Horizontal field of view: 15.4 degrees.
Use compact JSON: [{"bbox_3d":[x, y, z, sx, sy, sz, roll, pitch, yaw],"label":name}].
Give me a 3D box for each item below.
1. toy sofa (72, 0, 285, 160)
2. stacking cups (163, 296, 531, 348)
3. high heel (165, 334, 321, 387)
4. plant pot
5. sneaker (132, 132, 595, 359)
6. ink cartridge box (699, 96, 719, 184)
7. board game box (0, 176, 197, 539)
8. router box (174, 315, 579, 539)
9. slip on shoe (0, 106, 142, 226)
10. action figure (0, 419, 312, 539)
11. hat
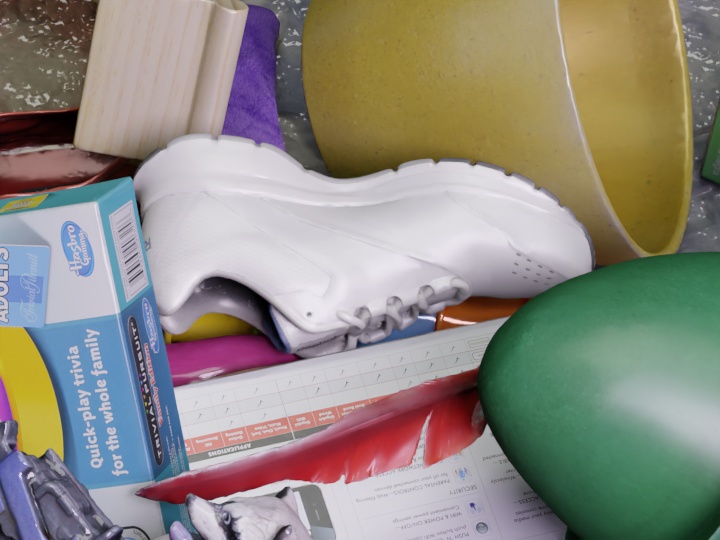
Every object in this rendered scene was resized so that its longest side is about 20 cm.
[{"bbox_3d":[-0.075,-0.121,1.227,0.097,0.083,0.200,11,25,-7],"label":"toy sofa"},{"bbox_3d":[0.014,0.016,1.180,0.199,0.061,0.061,6,49,-2],"label":"stacking cups"},{"bbox_3d":[-0.105,0.035,1.144,0.199,0.068,0.096,-11,54,-16],"label":"high heel"},{"bbox_3d":[0.057,-0.091,1.216,0.141,0.200,0.201,-9,44,22],"label":"plant pot"},{"bbox_3d":[0.000,0.000,1.125,0.199,0.075,0.087,3,60,-1],"label":"sneaker"},{"bbox_3d":[0.285,-0.076,1.279,0.199,0.084,0.146,25,51,14],"label":"ink cartridge box"},{"bbox_3d":[-0.172,0.055,1.023,0.199,0.152,0.047,-8,11,15],"label":"board game box"},{"bbox_3d":[0.018,0.119,1.078,0.199,0.049,0.180,-11,63,-16],"label":"router box"},{"bbox_3d":[-0.189,-0.039,1.204,0.199,0.061,0.074,-8,52,-12],"label":"slip on shoe"},{"bbox_3d":[-0.100,0.131,0.969,0.200,0.193,0.105,58,18,7],"label":"action figure"},{"bbox_3d":[0.058,0.020,0.991,0.176,0.166,0.201,32,54,-13],"label":"hat"}]
